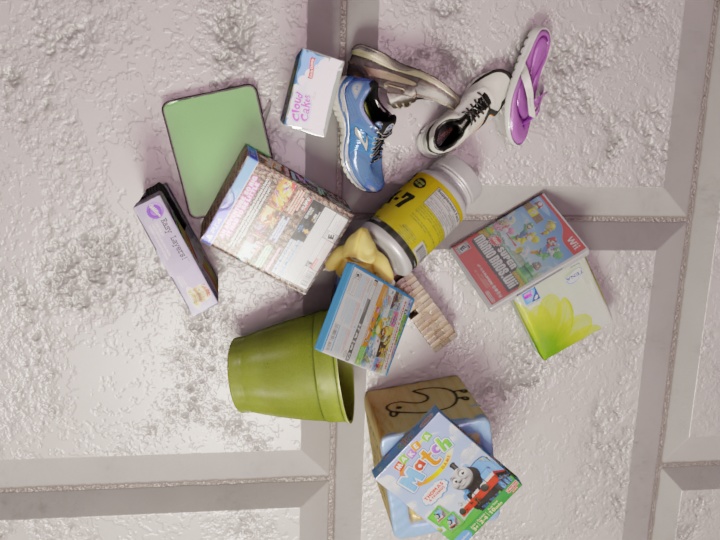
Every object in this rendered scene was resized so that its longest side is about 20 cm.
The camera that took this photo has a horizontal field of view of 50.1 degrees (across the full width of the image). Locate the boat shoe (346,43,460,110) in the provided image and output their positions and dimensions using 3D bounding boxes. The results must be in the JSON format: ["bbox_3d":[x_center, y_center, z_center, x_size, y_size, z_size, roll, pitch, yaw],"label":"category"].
[{"bbox_3d":[0.068,-0.305,1.278,0.200,0.074,0.073,27,104,5],"label":"boat shoe"}]

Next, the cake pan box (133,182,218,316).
[{"bbox_3d":[-0.293,-0.042,1.236,0.052,0.184,0.200,-28,104,-6],"label":"cake pan box"}]

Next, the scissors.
[{"bbox_3d":[-0.199,-0.190,1.302,0.073,0.014,0.201,9,103,-8],"label":"scissors"}]

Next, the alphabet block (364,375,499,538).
[{"bbox_3d":[0.122,0.325,1.371,0.195,0.200,0.197,-8,104,-7],"label":"alphabet block"}]

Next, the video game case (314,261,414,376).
[{"bbox_3d":[0.012,0.083,1.243,0.200,0.018,0.144,30,78,-53],"label":"video game case"}]

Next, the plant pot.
[{"bbox_3d":[-0.119,0.170,1.318,0.192,0.200,0.201,-7,104,6],"label":"plant pot"}]

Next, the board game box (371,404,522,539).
[{"bbox_3d":[0.141,0.337,1.254,0.200,0.037,0.151,42,94,-14],"label":"board game box"}]

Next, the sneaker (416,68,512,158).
[{"bbox_3d":[0.186,-0.263,1.308,0.200,0.080,0.074,-45,103,1],"label":"sneaker"}]

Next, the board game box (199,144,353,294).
[{"bbox_3d":[-0.140,-0.084,1.277,0.200,0.097,0.160,29,102,-19],"label":"board game box"}]

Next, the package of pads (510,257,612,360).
[{"bbox_3d":[0.354,0.041,1.407,0.154,0.068,0.200,-28,106,0],"label":"package of pads"}]

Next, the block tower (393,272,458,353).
[{"bbox_3d":[0.099,0.057,1.380,0.054,0.058,0.200,-37,106,2],"label":"block tower"}]

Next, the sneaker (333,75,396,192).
[{"bbox_3d":[0.014,-0.220,1.267,0.089,0.079,0.201,5,123,30],"label":"sneaker"}]

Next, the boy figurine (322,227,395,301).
[{"bbox_3d":[0.000,0.000,1.283,0.124,0.200,0.065,17,62,0],"label":"boy figurine"}]

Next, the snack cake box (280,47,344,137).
[{"bbox_3d":[-0.079,-0.276,1.203,0.067,0.200,0.115,15,100,-10],"label":"snack cake box"}]

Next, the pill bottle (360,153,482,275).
[{"bbox_3d":[0.105,-0.097,1.299,0.200,0.114,0.114,-44,106,-15],"label":"pill bottle"}]

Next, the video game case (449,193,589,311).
[{"bbox_3d":[0.277,-0.034,1.356,0.200,0.143,0.017,-31,149,-1],"label":"video game case"}]

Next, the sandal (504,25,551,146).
[{"bbox_3d":[0.291,-0.312,1.309,0.082,0.050,0.203,0,105,-46],"label":"sandal"}]

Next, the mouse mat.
[{"bbox_3d":[-0.230,-0.197,1.287,0.160,0.008,0.201,-13,106,-5],"label":"mouse mat"}]
